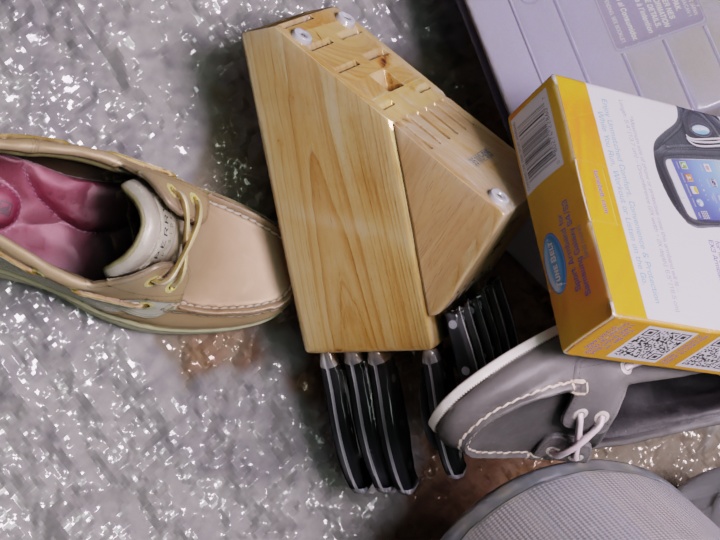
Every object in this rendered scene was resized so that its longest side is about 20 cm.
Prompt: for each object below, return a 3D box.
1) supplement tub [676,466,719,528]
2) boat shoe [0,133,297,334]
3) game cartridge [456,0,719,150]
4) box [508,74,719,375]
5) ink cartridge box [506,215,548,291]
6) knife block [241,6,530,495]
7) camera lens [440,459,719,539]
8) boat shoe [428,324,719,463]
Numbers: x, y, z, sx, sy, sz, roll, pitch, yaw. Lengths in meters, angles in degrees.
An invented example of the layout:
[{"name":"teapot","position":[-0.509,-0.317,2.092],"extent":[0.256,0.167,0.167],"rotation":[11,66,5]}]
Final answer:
[{"name":"supplement tub","position":[0.246,0.198,0.859],"extent":[0.199,0.122,0.123],"rotation":[32,76,-21]},{"name":"boat shoe","position":[-0.107,-0.014,0.725],"extent":[0.199,0.066,0.075],"rotation":[11,83,-29]},{"name":"game cartridge","position":[0.107,-0.153,0.794],"extent":[0.129,0.038,0.201],"rotation":[-17,74,-7]},{"name":"box","position":[0.164,-0.012,0.731],"extent":[0.199,0.041,0.120],"rotation":[11,56,-33]},{"name":"ink cartridge box","position":[0.178,-0.058,0.852],"extent":[0.146,0.086,0.200],"rotation":[44,74,-18]},{"name":"knife block","position":[0.000,0.000,0.770],"extent":[0.200,0.176,0.064],"rotation":[40,29,10]},{"name":"camera lens","position":[0.117,0.185,0.686],"extent":[0.159,0.200,0.161],"rotation":[-6,110,-17]},{"name":"boat shoe","position":[0.123,0.053,0.725],"extent":[0.199,0.067,0.057],"rotation":[-14,58,-34]}]
